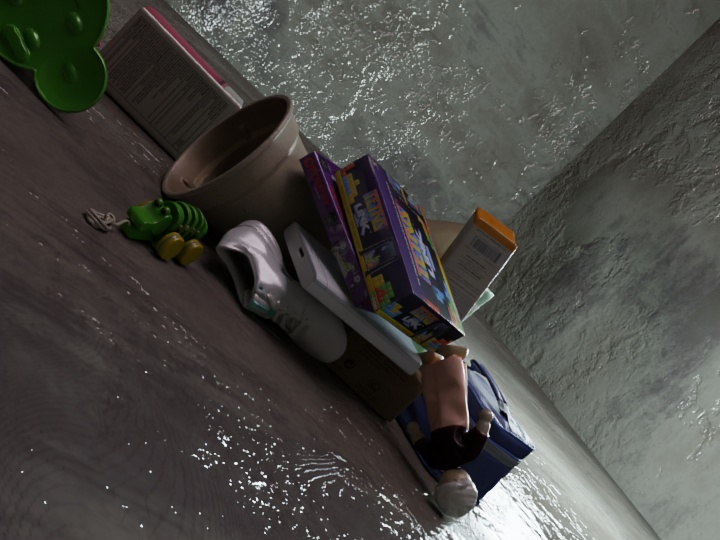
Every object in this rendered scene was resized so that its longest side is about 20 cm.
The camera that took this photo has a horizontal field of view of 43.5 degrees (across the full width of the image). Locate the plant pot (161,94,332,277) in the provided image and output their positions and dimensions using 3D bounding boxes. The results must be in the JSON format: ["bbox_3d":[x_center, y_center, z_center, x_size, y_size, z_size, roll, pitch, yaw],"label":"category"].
[{"bbox_3d":[-0.126,-0.093,1.179,0.184,0.199,0.201,55,3,-28],"label":"plant pot"}]

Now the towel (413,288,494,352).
[{"bbox_3d":[0.106,0.069,1.465,0.152,0.200,0.023,38,17,-47],"label":"towel"}]

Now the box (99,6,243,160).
[{"bbox_3d":[-0.288,-0.276,1.347,0.200,0.128,0.109,45,7,-15],"label":"box"}]

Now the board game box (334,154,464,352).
[{"bbox_3d":[0.050,-0.020,1.113,0.165,0.056,0.202,39,30,-56],"label":"board game box"}]

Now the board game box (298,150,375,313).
[{"bbox_3d":[-0.008,-0.042,1.115,0.120,0.032,0.202,16,50,-62],"label":"board game box"}]

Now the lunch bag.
[{"bbox_3d":[0.141,0.201,1.245,0.136,0.132,0.200,40,11,-40],"label":"lunch bag"}]

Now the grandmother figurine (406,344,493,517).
[{"bbox_3d":[0.111,0.195,1.094,0.060,0.121,0.202,16,61,-37],"label":"grandmother figurine"}]

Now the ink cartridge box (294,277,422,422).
[{"bbox_3d":[-0.012,0.086,1.216,0.200,0.075,0.165,44,10,-16],"label":"ink cartridge box"}]

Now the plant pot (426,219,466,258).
[{"bbox_3d":[0.113,-0.012,1.519,0.187,0.198,0.190,-11,90,-88],"label":"plant pot"}]

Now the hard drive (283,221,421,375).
[{"bbox_3d":[-0.010,0.035,1.116,0.200,0.027,0.132,42,13,-33],"label":"hard drive"}]

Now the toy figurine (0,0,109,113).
[{"bbox_3d":[-0.355,-0.280,1.099,0.184,0.149,0.202,-149,-144,-84],"label":"toy figurine"}]

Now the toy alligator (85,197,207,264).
[{"bbox_3d":[-0.206,-0.052,0.932,0.059,0.054,0.200,48,8,18],"label":"toy alligator"}]

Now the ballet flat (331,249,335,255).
[{"bbox_3d":[0.000,0.000,1.308,0.199,0.071,0.071,25,17,-29],"label":"ballet flat"}]

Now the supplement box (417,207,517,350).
[{"bbox_3d":[0.143,0.014,1.328,0.073,0.201,0.126,35,14,-1],"label":"supplement box"}]

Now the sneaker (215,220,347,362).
[{"bbox_3d":[-0.100,0.038,1.063,0.200,0.075,0.088,50,28,-1],"label":"sneaker"}]
